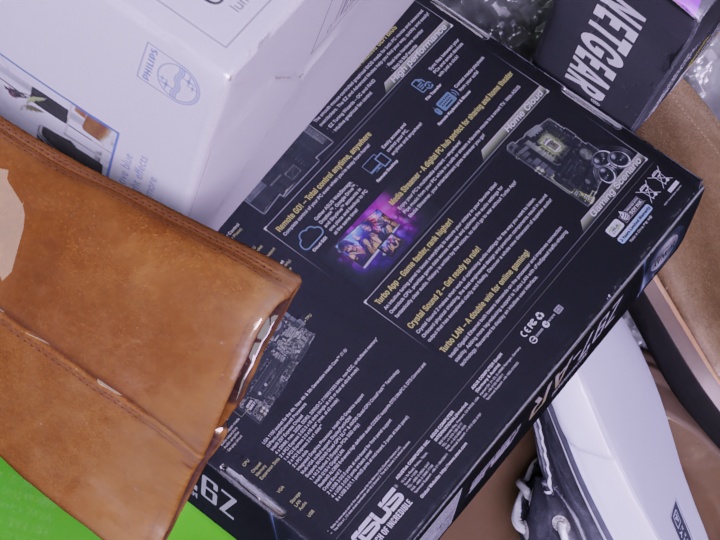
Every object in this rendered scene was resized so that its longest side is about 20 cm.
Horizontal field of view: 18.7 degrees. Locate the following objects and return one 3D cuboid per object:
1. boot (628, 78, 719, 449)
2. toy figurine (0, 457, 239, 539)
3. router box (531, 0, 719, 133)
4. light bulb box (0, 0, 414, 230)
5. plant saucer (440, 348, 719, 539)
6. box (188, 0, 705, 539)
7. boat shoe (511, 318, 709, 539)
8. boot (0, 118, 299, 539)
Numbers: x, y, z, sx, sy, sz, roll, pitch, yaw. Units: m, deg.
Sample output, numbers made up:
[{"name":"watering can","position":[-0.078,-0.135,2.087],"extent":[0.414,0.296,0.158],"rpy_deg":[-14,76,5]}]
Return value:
[{"name":"boot","position":[0.141,0.011,0.845],"extent":[0.075,0.074,0.201],"rpy_deg":[-33,89,-7]},{"name":"toy figurine","position":[-0.113,0.129,0.816],"extent":[0.199,0.184,0.151],"rpy_deg":[13,59,3]},{"name":"router box","position":[0.127,-0.129,0.738],"extent":[0.051,0.200,0.149],"rpy_deg":[39,83,5]},{"name":"light bulb box","position":[-0.081,-0.137,0.706],"extent":[0.200,0.125,0.198],"rpy_deg":[34,55,6]},{"name":"plant saucer","position":[0.081,0.126,0.900],"extent":[0.199,0.029,0.201],"rpy_deg":[-1,102,-3]},{"name":"box","position":[0.000,0.000,0.768],"extent":[0.160,0.044,0.200],"rpy_deg":[35,64,14]},{"name":"boat shoe","position":[0.090,0.093,0.847],"extent":[0.067,0.072,0.201],"rpy_deg":[-16,109,26]},{"name":"boot","position":[-0.139,0.023,0.662],"extent":[0.199,0.069,0.189],"rpy_deg":[33,111,-1]}]
